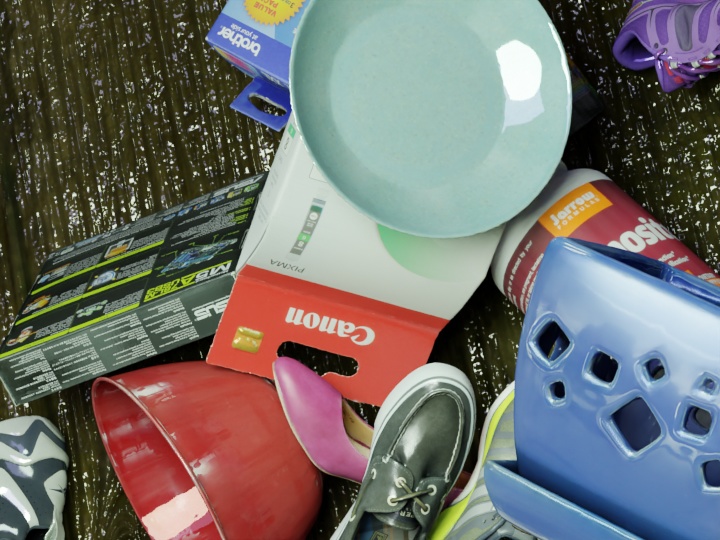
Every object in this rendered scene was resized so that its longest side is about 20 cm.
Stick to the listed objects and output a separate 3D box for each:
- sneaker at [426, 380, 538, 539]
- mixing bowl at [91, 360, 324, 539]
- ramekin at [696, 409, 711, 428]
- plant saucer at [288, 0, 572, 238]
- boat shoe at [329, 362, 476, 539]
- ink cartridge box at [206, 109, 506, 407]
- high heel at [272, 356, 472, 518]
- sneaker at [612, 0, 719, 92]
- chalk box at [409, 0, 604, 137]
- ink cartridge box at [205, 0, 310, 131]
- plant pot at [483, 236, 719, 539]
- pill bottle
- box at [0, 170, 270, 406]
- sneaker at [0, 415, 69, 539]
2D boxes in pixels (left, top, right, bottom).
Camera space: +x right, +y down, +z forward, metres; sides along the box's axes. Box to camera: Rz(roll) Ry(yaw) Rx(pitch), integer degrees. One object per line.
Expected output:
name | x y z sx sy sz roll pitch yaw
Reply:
sneaker | 0.109 0.156 1.639 0.200 0.074 0.081 -63 22 5
mixing bowl | -0.096 0.141 1.721 0.108 0.200 0.200 -28 63 -21
ramekin | 0.296 0.155 1.594 0.200 0.098 0.201 -6 71 20
plant saucer | 0.042 -0.118 1.593 0.201 0.039 0.201 3 81 -20
boat shoe | 0.028 0.159 1.634 0.069 0.057 0.200 19 111 -13
ink cartridge box | 0.000 0.000 1.652 0.050 0.161 0.200 -124 52 -67
high heel | 0.024 0.122 1.676 0.096 0.067 0.200 -30 108 17
sneaker | 0.249 -0.159 1.683 0.083 0.081 0.200 -57 24 -10
chalk box | 0.071 -0.154 1.718 0.124 0.200 0.124 -38 64 7
ink cartridge box | -0.023 -0.195 1.838 0.136 0.076 0.200 29 88 26
plant pot | 0.200 0.103 1.484 0.200 0.200 0.180 26 98 25
pill bottle | 0.166 0.002 1.682 0.113 0.113 0.200 -48 64 2
box | -0.157 0.010 1.777 0.200 0.048 0.193 -20 23 14
sneaker | -0.310 0.202 1.827 0.199 0.080 0.130 -17 60 5
